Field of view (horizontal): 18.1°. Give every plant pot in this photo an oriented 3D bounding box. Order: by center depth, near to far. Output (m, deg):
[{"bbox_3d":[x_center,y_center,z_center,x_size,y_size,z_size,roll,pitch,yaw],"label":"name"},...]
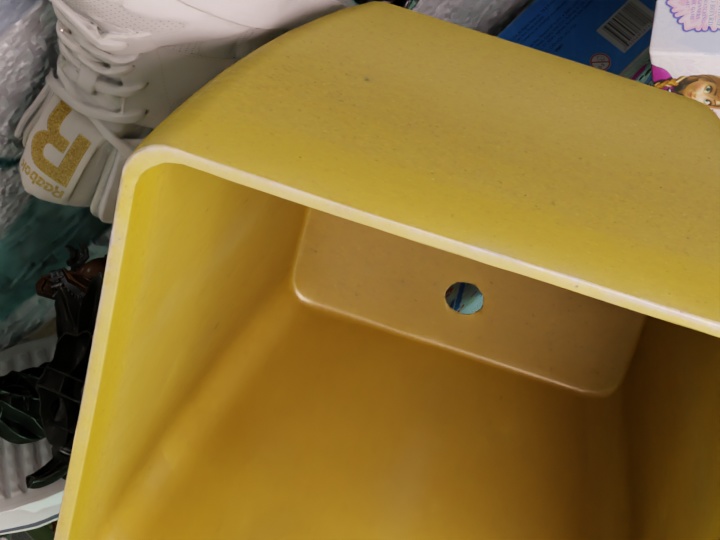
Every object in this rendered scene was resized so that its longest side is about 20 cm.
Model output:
[{"bbox_3d":[0.030,0.024,0.742,0.177,0.199,0.200,-67,174,-54],"label":"plant pot"}]

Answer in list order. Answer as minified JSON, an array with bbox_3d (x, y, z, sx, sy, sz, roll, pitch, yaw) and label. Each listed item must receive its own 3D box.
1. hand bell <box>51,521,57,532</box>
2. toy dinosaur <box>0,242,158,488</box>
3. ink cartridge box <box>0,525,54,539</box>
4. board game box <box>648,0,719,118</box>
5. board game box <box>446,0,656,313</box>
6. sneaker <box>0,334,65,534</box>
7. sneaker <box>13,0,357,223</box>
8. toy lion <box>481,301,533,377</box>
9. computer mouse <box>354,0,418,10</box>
[{"bbox_3d":[-0.127,0.153,1.102,0.104,0.104,0.200,-33,145,-24],"label":"hand bell"},{"bbox_3d":[-0.083,0.047,0.840,0.102,0.201,0.136,-22,156,29],"label":"toy dinosaur"},{"bbox_3d":[-0.206,0.183,0.947,0.200,0.048,0.146,-42,-173,-4],"label":"ink cartridge box"},{"bbox_3d":[0.155,-0.104,0.917,0.200,0.041,0.200,71,26,-56],"label":"board game box"},{"bbox_3d":[0.057,-0.023,1.070,0.200,0.056,0.196,-43,161,-18],"label":"board game box"},{"bbox_3d":[-0.101,0.061,0.938,0.200,0.078,0.080,-33,152,-30],"label":"sneaker"},{"bbox_3d":[-0.077,-0.066,0.738,0.116,0.074,0.200,-50,160,11],"label":"sneaker"},{"bbox_3d":[0.063,0.053,0.944,0.200,0.068,0.192,88,25,-62],"label":"toy lion"},{"bbox_3d":[0.078,-0.151,0.898,0.200,0.044,0.110,-19,148,-48],"label":"computer mouse"}]
